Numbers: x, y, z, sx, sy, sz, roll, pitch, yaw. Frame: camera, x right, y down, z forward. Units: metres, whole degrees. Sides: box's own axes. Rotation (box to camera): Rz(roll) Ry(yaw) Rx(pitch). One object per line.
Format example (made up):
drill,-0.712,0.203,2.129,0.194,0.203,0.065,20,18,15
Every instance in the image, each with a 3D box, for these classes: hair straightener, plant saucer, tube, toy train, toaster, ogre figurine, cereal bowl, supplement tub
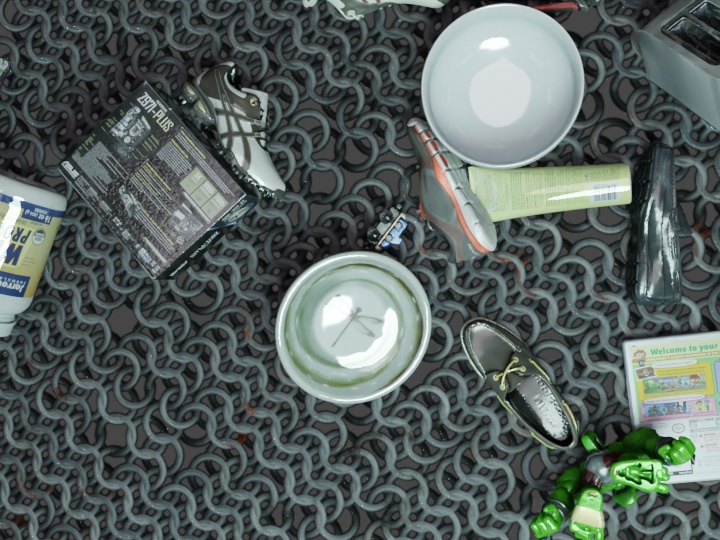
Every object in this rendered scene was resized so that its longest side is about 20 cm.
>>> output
hair straightener,0.220,-0.362,1.110,0.199,0.041,0.077,-5,89,7
plant saucer,-0.012,0.068,1.106,0.200,0.050,0.201,-3,105,-12
tube,0.237,-0.103,1.104,0.199,0.052,0.058,-4,46,12
toy train,0.000,0.000,1.132,0.046,0.034,0.200,35,94,-7
toaster,0.445,-0.259,1.003,0.181,0.119,0.200,-38,46,6
ogre figurine,0.297,0.242,1.038,0.098,0.120,0.200,36,105,6
cereal bowl,0.174,-0.223,1.092,0.199,0.083,0.201,0,89,6
supplement tub,-0.481,-0.028,1.134,0.144,0.144,0.200,20,91,7

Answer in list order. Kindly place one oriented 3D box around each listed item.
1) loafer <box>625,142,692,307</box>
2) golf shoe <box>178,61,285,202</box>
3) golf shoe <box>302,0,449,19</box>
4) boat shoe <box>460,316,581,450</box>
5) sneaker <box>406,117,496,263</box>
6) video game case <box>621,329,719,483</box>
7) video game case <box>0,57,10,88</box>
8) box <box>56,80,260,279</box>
loafer,0.371,-0.055,1.077,0.070,0.068,0.201,2,94,-1
golf shoe,-0.146,-0.184,1.133,0.094,0.078,0.200,-37,86,4
golf shoe,0.019,-0.362,1.129,0.200,0.077,0.088,19,111,9
boat shoe,0.201,0.139,1.093,0.072,0.061,0.201,-42,85,5
sneaker,0.094,-0.098,1.106,0.082,0.077,0.200,-32,74,26
video game case,0.437,0.167,1.085,0.199,0.022,0.183,-7,88,7
video game case,-0.580,-0.229,1.173,0.200,0.036,0.182,24,90,25
box,-0.261,-0.114,1.139,0.164,0.086,0.200,-43,85,4
